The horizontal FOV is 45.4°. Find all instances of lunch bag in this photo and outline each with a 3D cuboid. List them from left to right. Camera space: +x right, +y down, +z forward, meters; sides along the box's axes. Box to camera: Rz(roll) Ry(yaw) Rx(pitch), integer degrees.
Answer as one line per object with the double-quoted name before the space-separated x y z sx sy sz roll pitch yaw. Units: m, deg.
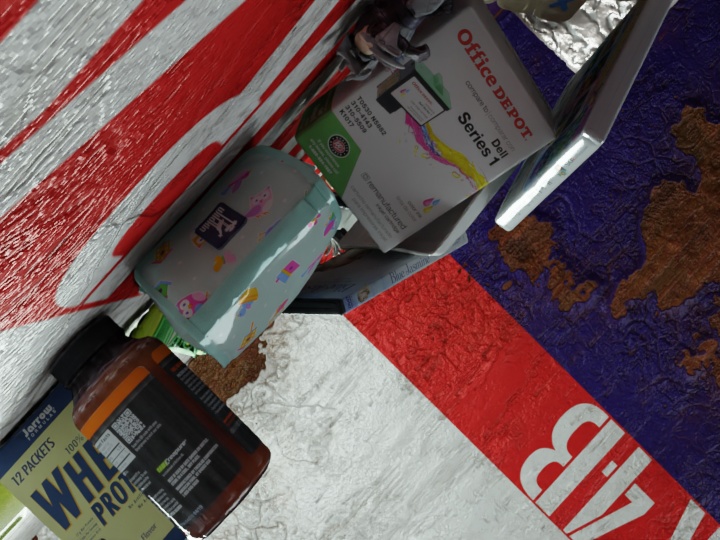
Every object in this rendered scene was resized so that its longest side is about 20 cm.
"lunch bag" -0.104 -0.011 0.751 0.171 0.122 0.200 -47 -173 -11

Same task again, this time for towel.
"towel" 0.205 -0.296 0.832 0.032 0.200 0.191 -47 -178 -27

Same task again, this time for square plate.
"square plate" 0.086 -0.086 0.896 0.201 0.029 0.197 -50 -156 -17

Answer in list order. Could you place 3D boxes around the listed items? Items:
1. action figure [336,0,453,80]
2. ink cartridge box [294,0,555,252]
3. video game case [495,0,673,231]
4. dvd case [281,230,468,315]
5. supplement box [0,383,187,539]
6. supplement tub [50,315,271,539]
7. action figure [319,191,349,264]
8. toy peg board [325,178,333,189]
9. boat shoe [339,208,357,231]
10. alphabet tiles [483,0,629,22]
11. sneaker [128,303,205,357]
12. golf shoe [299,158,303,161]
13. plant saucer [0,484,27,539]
"action figure" 0.050 -0.213 0.671 0.199 0.069 0.131 -40 -156 38
"ink cartridge box" 0.061 -0.138 0.798 0.198 0.145 0.084 -33 -160 20
"video game case" 0.206 -0.150 0.792 0.202 0.023 0.182 -59 -178 -25
"dvd case" 0.000 0.000 0.890 0.141 0.018 0.198 -2 -160 47
"supplement box" -0.256 0.211 0.926 0.135 0.200 0.200 -47 -179 -6
"supplement tub" -0.180 0.134 0.766 0.107 0.200 0.107 -45 -178 2
"action figure" -0.031 -0.051 1.018 0.118 0.102 0.201 -5 136 -55
"toy peg board" 0.043 -0.233 1.197 0.198 0.099 0.200 -28 168 -42
"boat shoe" 0.034 -0.115 1.100 0.201 0.068 0.075 -52 167 12
"alphabet tiles" 0.172 -0.281 0.726 0.196 0.196 0.015 134 -39 -64
"sneaker" -0.205 0.063 1.012 0.074 0.084 0.200 -45 -178 23
"golf shoe" -0.075 -0.085 1.106 0.077 0.088 0.200 -45 179 1
"plant saucer" -0.463 0.321 1.019 0.200 0.048 0.200 -49 -178 -30
